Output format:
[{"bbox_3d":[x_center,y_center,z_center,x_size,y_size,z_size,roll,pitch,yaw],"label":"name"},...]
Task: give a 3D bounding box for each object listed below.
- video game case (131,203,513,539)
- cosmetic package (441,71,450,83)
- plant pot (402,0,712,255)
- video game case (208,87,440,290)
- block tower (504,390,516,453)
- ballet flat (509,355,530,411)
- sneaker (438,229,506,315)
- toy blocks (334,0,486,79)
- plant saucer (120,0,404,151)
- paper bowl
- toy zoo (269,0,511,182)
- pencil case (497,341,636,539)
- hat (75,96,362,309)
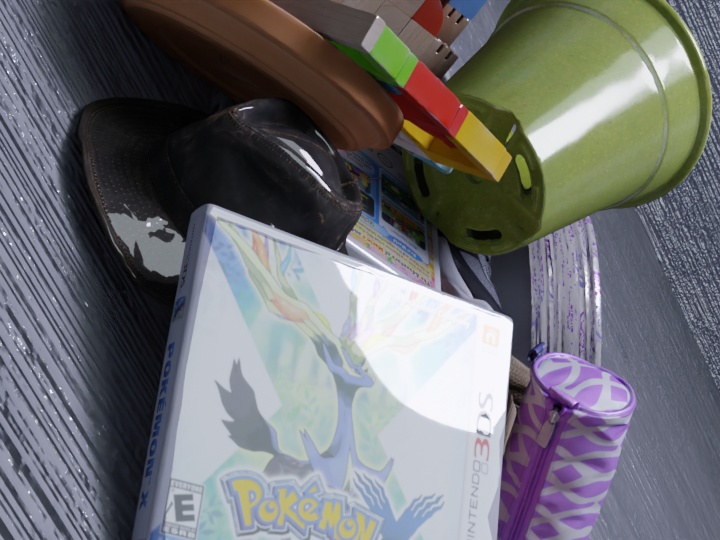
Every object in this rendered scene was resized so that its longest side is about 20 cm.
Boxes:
[{"bbox_3d":[-0.009,0.082,0.662,0.199,0.022,0.184,20,64,-28],"label":"video game case"},{"bbox_3d":[-0.011,-0.196,1.079,0.200,0.106,0.091,55,21,-36],"label":"cosmetic package"},{"bbox_3d":[0.132,-0.104,0.982,0.190,0.199,0.201,-35,102,-44],"label":"plant pot"},{"bbox_3d":[-0.023,-0.076,0.938,0.200,0.024,0.183,35,32,-25],"label":"video game case"},{"bbox_3d":[0.077,0.100,0.953,0.200,0.054,0.058,67,42,-63],"label":"block tower"},{"bbox_3d":[0.098,0.069,1.007,0.200,0.067,0.047,42,67,-42],"label":"ballet flat"},{"bbox_3d":[0.099,-0.026,1.095,0.200,0.113,0.076,58,-10,40],"label":"sneaker"},{"bbox_3d":[0.009,-0.204,0.976,0.199,0.137,0.100,33,14,-27],"label":"toy blocks"},{"bbox_3d":[-0.066,-0.127,0.792,0.199,0.032,0.200,30,-6,3],"label":"plant saucer"},{"bbox_3d":[0.154,0.046,1.188,0.201,0.104,0.202,1,90,-89],"label":"paper bowl"},{"bbox_3d":[0.011,-0.111,0.804,0.131,0.021,0.200,27,-6,40],"label":"toy zoo"},{"bbox_3d":[0.135,0.158,0.955,0.085,0.083,0.201,-35,143,-60],"label":"pencil case"},{"bbox_3d":[-0.055,-0.047,0.727,0.200,0.081,0.201,34,32,-24],"label":"hat"}]
